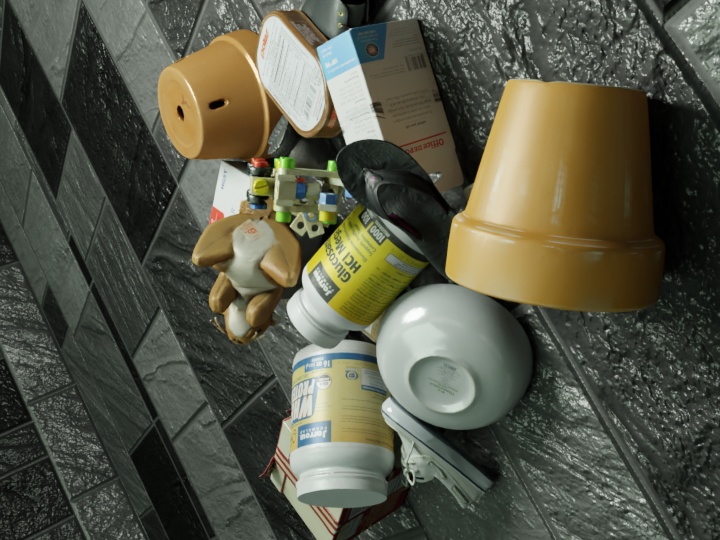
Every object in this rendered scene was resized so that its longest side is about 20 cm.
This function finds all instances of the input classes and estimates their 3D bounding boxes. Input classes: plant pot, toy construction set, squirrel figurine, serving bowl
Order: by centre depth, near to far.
[{"bbox_3d":[0.185,-0.077,0.751,0.199,0.198,0.186,18,108,49],"label":"plant pot"},{"bbox_3d":[0.106,0.118,0.986,0.197,0.066,0.202,10,122,16],"label":"serving bowl"},{"bbox_3d":[-0.073,-0.095,0.987,0.200,0.129,0.094,157,115,-79],"label":"toy construction set"},{"bbox_3d":[-0.147,0.001,1.145,0.188,0.139,0.202,96,180,-47],"label":"squirrel figurine"},{"bbox_3d":[-0.218,-0.255,1.246,0.199,0.139,0.202,32,133,42],"label":"plant pot"}]

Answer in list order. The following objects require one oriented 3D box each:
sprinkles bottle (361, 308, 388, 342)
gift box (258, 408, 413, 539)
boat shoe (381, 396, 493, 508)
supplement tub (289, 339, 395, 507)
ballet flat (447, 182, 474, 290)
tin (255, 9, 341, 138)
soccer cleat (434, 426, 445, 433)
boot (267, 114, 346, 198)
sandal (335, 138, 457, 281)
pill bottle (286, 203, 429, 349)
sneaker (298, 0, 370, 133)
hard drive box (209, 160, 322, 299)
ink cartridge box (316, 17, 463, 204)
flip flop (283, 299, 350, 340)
[{"bbox_3d":[0.009,0.050,1.164,0.199,0.068,0.069,36,136,38],"label":"sprinkles bottle"},{"bbox_3d":[-0.041,0.296,1.264,0.187,0.198,0.186,47,136,30],"label":"gift box"},{"bbox_3d":[0.084,0.253,1.076,0.202,0.086,0.075,42,-179,-26],"label":"boat shoe"},{"bbox_3d":[-0.025,0.212,1.119,0.145,0.143,0.202,134,141,-54],"label":"supplement tub"},{"bbox_3d":[0.135,-0.059,0.929,0.074,0.074,0.201,48,139,26],"label":"ballet flat"},{"bbox_3d":[-0.076,-0.248,1.019,0.201,0.041,0.113,53,135,36],"label":"tin"},{"bbox_3d":[0.081,0.149,1.106,0.086,0.070,0.202,19,127,28],"label":"soccer cleat"},{"bbox_3d":[-0.058,-0.162,1.119,0.131,0.201,0.070,30,114,-15],"label":"boot"},{"bbox_3d":[0.057,-0.069,0.871,0.200,0.048,0.076,41,101,0],"label":"sandal"},{"bbox_3d":[0.000,0.000,1.008,0.200,0.112,0.113,-48,66,21],"label":"pill bottle"},{"bbox_3d":[-0.014,-0.266,1.007,0.106,0.074,0.202,-31,81,60],"label":"sneaker"},{"bbox_3d":[-0.151,-0.067,1.281,0.199,0.076,0.158,32,115,42],"label":"hard drive box"},{"bbox_3d":[0.037,-0.178,0.945,0.066,0.115,0.202,-10,99,49],"label":"ink cartridge box"},{"bbox_3d":[-0.052,0.074,1.266,0.058,0.081,0.200,-58,44,10],"label":"flip flop"}]
